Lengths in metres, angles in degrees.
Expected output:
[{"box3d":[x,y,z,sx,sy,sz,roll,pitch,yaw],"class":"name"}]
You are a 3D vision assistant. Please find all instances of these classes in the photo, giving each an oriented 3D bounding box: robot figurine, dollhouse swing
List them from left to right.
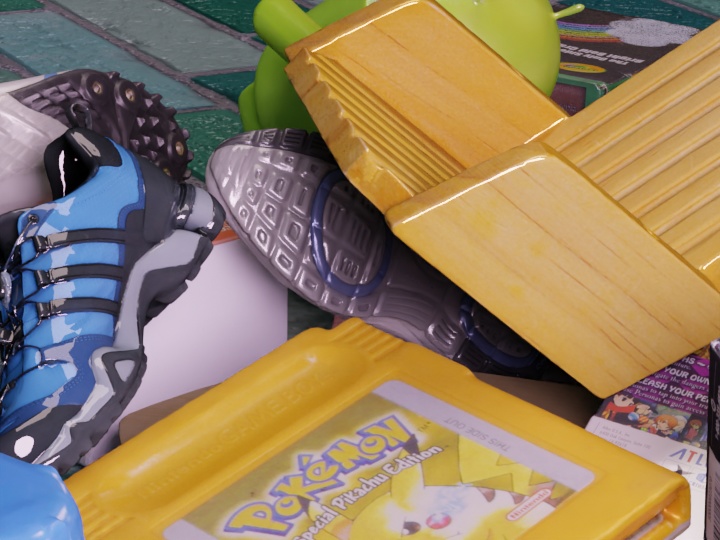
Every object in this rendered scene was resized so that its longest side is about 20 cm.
[{"box3d":[0.023,-0.103,1.317,0.175,0.116,0.200,3,-23,-44],"class":"robot figurine"},{"box3d":[0.101,-0.076,1.068,0.182,0.176,0.200,38,12,-27],"class":"dollhouse swing"}]

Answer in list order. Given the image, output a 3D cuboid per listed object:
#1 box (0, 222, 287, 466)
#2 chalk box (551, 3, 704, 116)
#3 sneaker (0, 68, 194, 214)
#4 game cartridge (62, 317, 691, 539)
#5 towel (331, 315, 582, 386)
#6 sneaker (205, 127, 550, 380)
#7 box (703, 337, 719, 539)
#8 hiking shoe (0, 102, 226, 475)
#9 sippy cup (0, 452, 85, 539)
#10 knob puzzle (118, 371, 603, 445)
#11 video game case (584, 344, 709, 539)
[{"box3d":[-0.146,0.009,1.223,0.124,0.098,0.200,-17,27,-40],"class":"box"},{"box3d":[0.113,-0.073,1.453,0.125,0.124,0.200,15,24,32],"class":"chalk box"},{"box3d":[-0.168,-0.052,1.158,0.200,0.072,0.072,-8,-5,-40],"class":"sneaker"},{"box3d":[-0.003,0.094,0.961,0.176,0.032,0.200,-32,41,-33],"class":"game cartridge"},{"box3d":[0.047,0.066,1.193,0.144,0.023,0.200,4,20,5],"class":"towel"},{"box3d":[0.000,0.000,1.165,0.200,0.075,0.087,35,-19,-29],"class":"sneaker"},{"box3d":[0.237,0.067,0.899,0.200,0.122,0.106,-18,46,-13],"class":"box"},{"box3d":[-0.133,0.020,1.046,0.087,0.074,0.200,37,41,-12],"class":"hiking shoe"},{"box3d":[-0.141,0.133,0.814,0.178,0.130,0.140,-4,19,-16],"class":"sippy cup"},{"box3d":[-0.013,0.088,1.066,0.220,0.030,0.220,-3,22,1],"class":"knob puzzle"},{"box3d":[0.191,0.086,1.002,0.200,0.036,0.181,16,46,22],"class":"video game case"}]
